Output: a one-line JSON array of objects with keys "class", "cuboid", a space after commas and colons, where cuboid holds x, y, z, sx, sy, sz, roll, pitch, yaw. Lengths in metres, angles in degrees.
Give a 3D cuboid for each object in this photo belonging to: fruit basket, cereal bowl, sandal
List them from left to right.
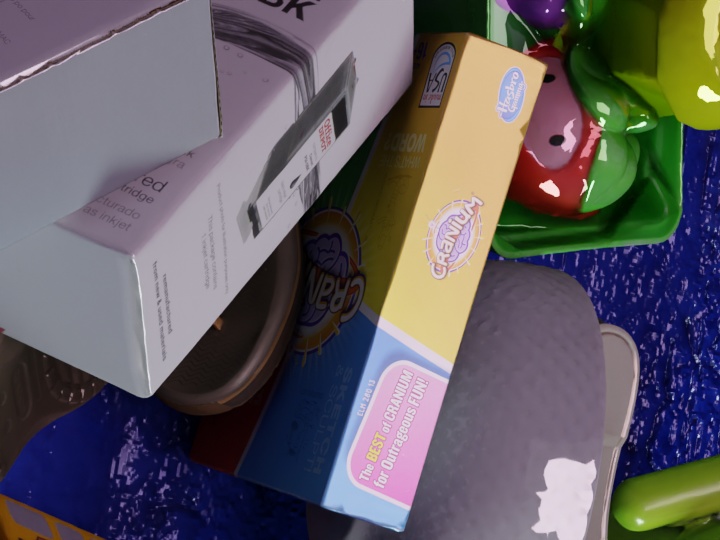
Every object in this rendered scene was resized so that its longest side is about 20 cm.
[{"class": "sandal", "cuboid": [-0.059, -0.037, 1.171, 0.054, 0.080, 0.200, 35, 63, -51]}, {"class": "cereal bowl", "cuboid": [0.031, 0.088, 1.205, 0.083, 0.200, 0.201, 14, 84, -17]}, {"class": "fruit basket", "cuboid": [0.119, -0.109, 1.253, 0.155, 0.215, 0.216, -6, 98, -43]}]

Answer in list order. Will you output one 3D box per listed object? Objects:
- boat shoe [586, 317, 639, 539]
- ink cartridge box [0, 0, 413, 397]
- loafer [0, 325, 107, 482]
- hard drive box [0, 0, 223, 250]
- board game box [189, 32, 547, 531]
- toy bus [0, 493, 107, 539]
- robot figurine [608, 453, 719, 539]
[{"class": "boat shoe", "cuboid": [0.079, 0.117, 1.283, 0.067, 0.057, 0.200, 19, 85, -37]}, {"class": "ink cartridge box", "cuboid": [-0.089, -0.067, 1.070, 0.200, 0.147, 0.083, -52, 155, -35]}, {"class": "loafer", "cuboid": [-0.151, 0.031, 1.090, 0.200, 0.068, 0.076, -49, 145, -54]}, {"class": "hard drive box", "cuboid": [-0.174, -0.073, 0.968, 0.200, 0.156, 0.077, -29, 142, -22]}, {"class": "board game box", "cuboid": [0.000, 0.000, 1.167, 0.040, 0.153, 0.200, 19, 85, -24]}, {"class": "toy bus", "cuboid": [-0.119, 0.148, 1.123, 0.065, 0.078, 0.200, -47, 133, 15]}, {"class": "robot figurine", "cuboid": [0.174, 0.170, 1.328, 0.116, 0.200, 0.176, -22, 109, -40]}]
